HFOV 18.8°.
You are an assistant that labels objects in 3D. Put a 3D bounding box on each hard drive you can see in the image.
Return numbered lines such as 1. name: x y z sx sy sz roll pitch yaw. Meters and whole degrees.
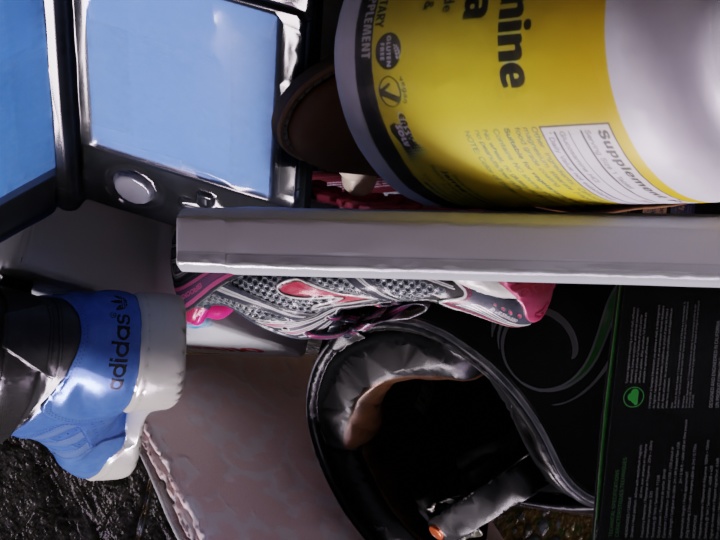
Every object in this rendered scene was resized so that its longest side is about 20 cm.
1. hard drive: 0.041 -0.011 0.842 0.199 0.026 0.132 2 -178 9

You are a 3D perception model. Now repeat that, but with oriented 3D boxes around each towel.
1. towel: -0.022 0.119 1.168 0.191 0.032 0.200 2 -141 -32

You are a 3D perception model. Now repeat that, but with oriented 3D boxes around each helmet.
1. helmet: 0.083 0.054 1.125 0.200 0.201 0.191 4 -153 34

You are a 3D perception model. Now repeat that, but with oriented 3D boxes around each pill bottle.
1. pill bottle: 0.094 -0.080 0.772 0.112 0.113 0.200 20 167 -41

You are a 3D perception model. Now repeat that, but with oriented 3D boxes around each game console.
1. game console: -0.115 -0.057 0.882 0.170 0.119 0.200 17 143 9

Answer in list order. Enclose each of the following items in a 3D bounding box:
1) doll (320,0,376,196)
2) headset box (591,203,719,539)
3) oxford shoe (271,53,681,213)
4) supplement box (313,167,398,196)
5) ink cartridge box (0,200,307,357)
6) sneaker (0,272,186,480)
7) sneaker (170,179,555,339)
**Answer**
1. doll: 0.037 -0.078 0.956 0.200 0.049 0.136 18 135 -37
2. headset box: 0.189 0.077 0.995 0.093 0.175 0.200 -2 157 27
3. oxford shoe: 0.062 -0.056 0.900 0.199 0.071 0.071 -1 134 -22
4. supplement box: -0.029 -0.086 1.029 0.200 0.061 0.109 18 166 -40
5. ink cartridge box: -0.130 -0.046 1.122 0.145 0.145 0.200 1 166 42
6. sneaker: -0.156 0.055 1.054 0.111 0.077 0.200 4 165 -15
7. sneaker: 0.000 0.000 1.014 0.200 0.075 0.081 11 -169 33
